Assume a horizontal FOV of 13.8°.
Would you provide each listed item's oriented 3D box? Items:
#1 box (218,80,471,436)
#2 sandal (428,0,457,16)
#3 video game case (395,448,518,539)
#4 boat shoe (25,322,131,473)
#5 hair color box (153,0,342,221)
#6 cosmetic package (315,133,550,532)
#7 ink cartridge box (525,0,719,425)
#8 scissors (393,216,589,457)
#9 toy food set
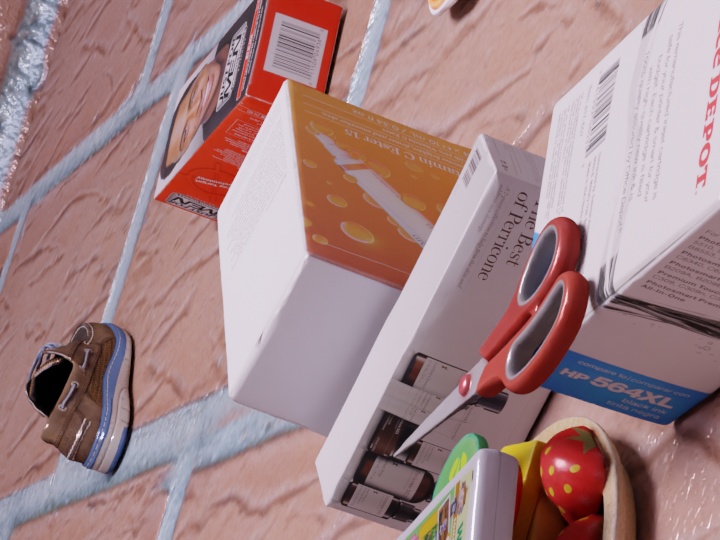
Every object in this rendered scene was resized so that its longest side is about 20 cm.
[{"bbox_3d":[0.000,0.000,1.615,0.098,0.124,0.200,-62,18,26],"label":"box"},{"bbox_3d":[0.058,-0.258,1.885,0.079,0.059,0.207,145,142,-64],"label":"sandal"},{"bbox_3d":[0.023,0.204,1.330,0.182,0.022,0.200,126,154,-58],"label":"video game case"},{"bbox_3d":[-0.227,0.088,2.388,0.200,0.072,0.072,-110,43,-66],"label":"boat shoe"},{"bbox_3d":[-0.084,-0.121,2.192,0.200,0.061,0.102,136,149,-58],"label":"hair color box"},{"bbox_3d":[0.057,0.039,1.488,0.051,0.082,0.200,-109,41,-62],"label":"cosmetic package"},{"bbox_3d":[0.150,-0.040,1.263,0.200,0.084,0.146,137,149,-58],"label":"ink cartridge box"},{"bbox_3d":[0.052,0.052,1.314,0.200,0.014,0.073,125,155,-45],"label":"scissors"},{"bbox_3d":[0.065,0.160,1.371,0.198,0.049,0.200,157,131,-69],"label":"toy food set"}]
